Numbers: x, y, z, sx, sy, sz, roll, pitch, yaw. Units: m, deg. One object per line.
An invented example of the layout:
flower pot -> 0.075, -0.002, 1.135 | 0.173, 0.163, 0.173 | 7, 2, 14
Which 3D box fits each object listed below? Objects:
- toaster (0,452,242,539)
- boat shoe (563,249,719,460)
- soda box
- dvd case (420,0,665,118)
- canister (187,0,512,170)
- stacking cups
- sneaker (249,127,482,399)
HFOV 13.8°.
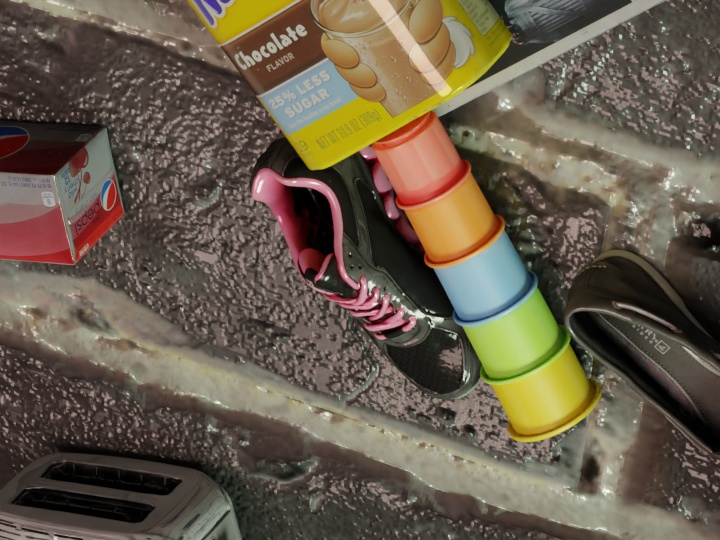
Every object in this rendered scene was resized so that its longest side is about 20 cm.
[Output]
toaster -> -0.159, 0.195, 1.898 | 0.200, 0.114, 0.129 | 7, 117, 27
boat shoe -> 0.193, 0.071, 1.665 | 0.200, 0.057, 0.067 | 40, 129, 1
soda box -> -0.249, -0.051, 1.822 | 0.200, 0.070, 0.064 | 4, 121, 26
dvd case -> 0.058, -0.175, 1.611 | 0.200, 0.025, 0.150 | -26, 103, 36
canister -> -0.029, -0.168, 1.593 | 0.148, 0.087, 0.200 | -28, 104, 38
stacking cups -> 0.065, 0.000, 1.683 | 0.060, 0.061, 0.200 | -17, 112, 35
sneaker -> 0.000, 0.000, 1.703 | 0.079, 0.095, 0.200 | -23, 107, 35
